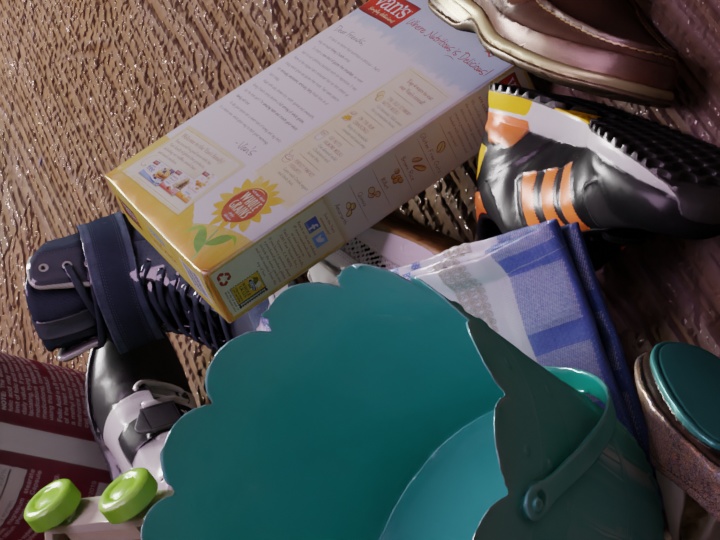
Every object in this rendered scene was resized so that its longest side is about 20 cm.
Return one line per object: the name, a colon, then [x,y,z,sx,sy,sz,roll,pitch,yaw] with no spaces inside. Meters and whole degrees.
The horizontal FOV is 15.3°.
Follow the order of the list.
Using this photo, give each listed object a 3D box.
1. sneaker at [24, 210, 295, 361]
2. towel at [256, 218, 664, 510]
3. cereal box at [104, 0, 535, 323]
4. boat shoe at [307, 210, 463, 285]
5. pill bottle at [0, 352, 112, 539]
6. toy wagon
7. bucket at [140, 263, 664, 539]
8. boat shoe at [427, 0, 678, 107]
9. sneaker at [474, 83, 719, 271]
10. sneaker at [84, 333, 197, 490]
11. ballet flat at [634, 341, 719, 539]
sneaker: [-0.107,0.027,1.499,0.203,0.145,0.077,-120,14,-56]
towel: [0.044,0.065,1.266,0.199,0.024,0.148,-18,92,41]
cereal box: [-0.021,-0.066,1.396,0.200,0.040,0.144,-33,33,-10]
boat shoe: [0.000,0.000,1.413,0.200,0.071,0.070,30,103,57]
pill bottle: [-0.224,0.105,1.607,0.114,0.199,0.115,-31,52,49]
toy wagon: [-0.117,0.175,1.447,0.199,0.155,0.040,-11,33,47]
bucket: [0.022,0.111,1.149,0.207,0.135,0.208,-23,53,35]
boat shoe: [0.096,-0.132,1.311,0.200,0.072,0.068,42,115,59]
sneaker: [0.112,-0.027,1.253,0.200,0.070,0.091,34,114,62]
sneaker: [-0.103,0.108,1.541,0.088,0.074,0.201,-37,57,46]
ballet flat: [0.162,0.100,1.114,0.200,0.068,0.068,50,127,56]
